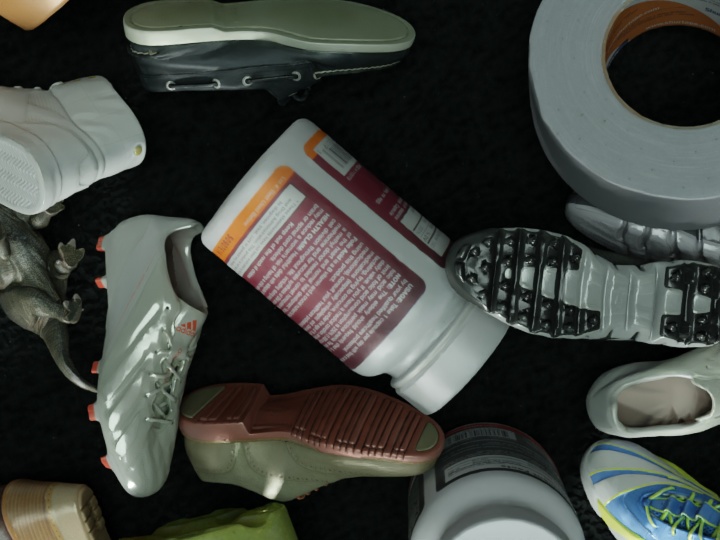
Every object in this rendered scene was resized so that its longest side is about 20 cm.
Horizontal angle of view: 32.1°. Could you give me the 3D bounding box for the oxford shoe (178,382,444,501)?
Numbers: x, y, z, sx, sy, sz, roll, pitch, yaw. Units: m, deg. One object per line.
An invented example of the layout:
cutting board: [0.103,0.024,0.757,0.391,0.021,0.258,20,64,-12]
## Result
oxford shoe: [-0.034,0.128,0.899,0.200,0.071,0.074,5,119,22]

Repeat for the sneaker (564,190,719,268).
sneaker: [0.250,-0.057,0.877,0.200,0.078,0.112,13,80,9]

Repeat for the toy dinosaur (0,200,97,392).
toy dinosaur: [-0.240,-0.001,0.895,0.200,0.102,0.077,50,60,-16]

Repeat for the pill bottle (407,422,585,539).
pill bottle: [0.089,0.180,0.841,0.116,0.200,0.116,0,98,2]

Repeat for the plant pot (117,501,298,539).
plant pot: [-0.096,0.267,0.877,0.200,0.200,0.184,-14,85,3]

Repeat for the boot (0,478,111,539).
boot: [-0.255,0.255,0.941,0.166,0.072,0.200,-12,98,15]

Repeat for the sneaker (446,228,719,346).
sneaker: [0.146,0.015,0.840,0.200,0.090,0.067,9,85,-13]

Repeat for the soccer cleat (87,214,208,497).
soccer cleat: [-0.144,0.056,0.877,0.078,0.069,0.200,-8,76,18]

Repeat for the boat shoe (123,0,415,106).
boat shoe: [-0.063,-0.147,0.875,0.199,0.075,0.066,-2,126,-6]

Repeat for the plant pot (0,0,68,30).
plant pot: [-0.218,-0.253,0.813,0.200,0.200,0.140,-42,111,6]

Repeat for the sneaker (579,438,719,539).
sneaker: [0.247,0.175,0.864,0.200,0.105,0.076,41,57,13]

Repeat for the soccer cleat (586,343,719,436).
soccer cleat: [0.259,0.076,0.876,0.200,0.078,0.069,-18,95,3]

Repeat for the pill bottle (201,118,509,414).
pill bottle: [0.000,0.000,0.865,0.200,0.114,0.114,41,97,-3]

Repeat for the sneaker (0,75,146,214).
sneaker: [-0.242,-0.106,0.885,0.200,0.116,0.074,29,128,29]

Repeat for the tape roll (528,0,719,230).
tape roll: [0.212,-0.131,0.830,0.200,0.066,0.200,-2,74,8]
